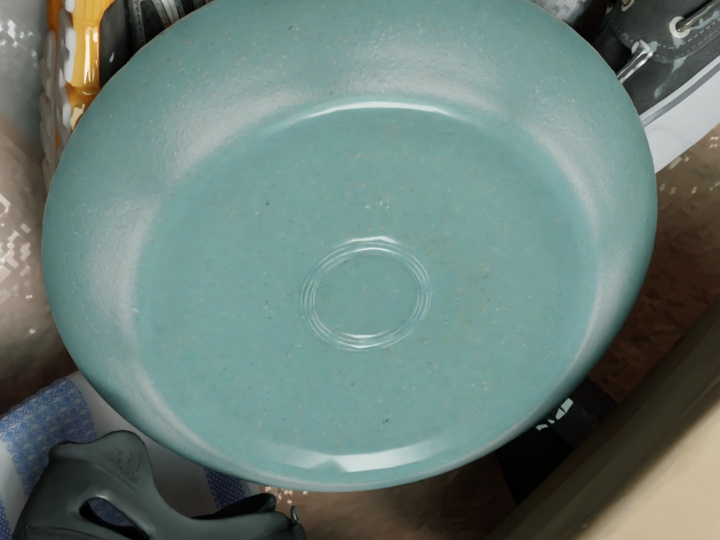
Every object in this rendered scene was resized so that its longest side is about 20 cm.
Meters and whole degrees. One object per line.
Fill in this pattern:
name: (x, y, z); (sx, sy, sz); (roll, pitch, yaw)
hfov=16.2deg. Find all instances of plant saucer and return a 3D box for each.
plant saucer: (0.000, 0.000, 0.801); (0.199, 0.036, 0.200); (-5, 125, -7)

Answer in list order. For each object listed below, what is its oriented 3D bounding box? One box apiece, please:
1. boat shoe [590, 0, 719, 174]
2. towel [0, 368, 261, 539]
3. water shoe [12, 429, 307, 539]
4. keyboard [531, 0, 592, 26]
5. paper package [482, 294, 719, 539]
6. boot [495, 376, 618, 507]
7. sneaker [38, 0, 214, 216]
boat shoe: (0.115, -0.091, 0.854); (0.200, 0.069, 0.057); (-37, 108, -4)
towel: (-0.099, 0.119, 0.832); (0.200, 0.024, 0.147); (-33, 112, -41)
water shoe: (-0.027, 0.115, 0.837); (0.200, 0.071, 0.079); (32, 61, -37)
keyboard: (0.018, -0.032, 0.857); (0.011, 0.056, 0.200); (41, 98, 11)
paper package: (0.145, 0.127, 0.826); (0.200, 0.103, 0.191); (41, 107, -7)
boot: (0.037, 0.136, 0.927); (0.200, 0.066, 0.165); (-43, 114, 10)
sneaker: (-0.060, -0.099, 0.798); (0.077, 0.078, 0.200); (-3, 123, -14)
